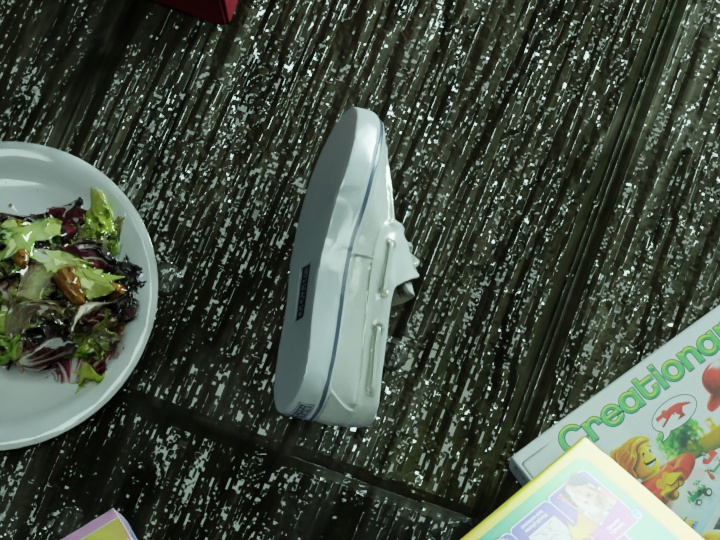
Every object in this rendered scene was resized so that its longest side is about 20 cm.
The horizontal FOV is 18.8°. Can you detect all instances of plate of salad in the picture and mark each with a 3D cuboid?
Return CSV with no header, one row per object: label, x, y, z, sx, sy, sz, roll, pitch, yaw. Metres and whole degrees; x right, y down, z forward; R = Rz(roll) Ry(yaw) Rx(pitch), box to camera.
plate of salad,-0.225,0.011,1.339,0.200,0.048,0.200,-1,72,2

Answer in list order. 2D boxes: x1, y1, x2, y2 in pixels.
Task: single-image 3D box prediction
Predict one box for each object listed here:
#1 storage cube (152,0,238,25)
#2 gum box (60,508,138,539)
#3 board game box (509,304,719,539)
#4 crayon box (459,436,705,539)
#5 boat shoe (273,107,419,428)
storage cube,-0.141,-0.283,1.360,0.171,0.180,0.200,17,75,8
gum box,-0.195,0.241,1.254,0.200,0.066,0.114,-31,74,-7
board game box,0.205,0.106,1.295,0.200,0.035,0.126,-36,74,-8
crayon box,0.100,0.189,1.176,0.119,0.058,0.200,41,48,18
boat shoe,0.000,0.000,1.330,0.070,0.071,0.200,17,68,-21
